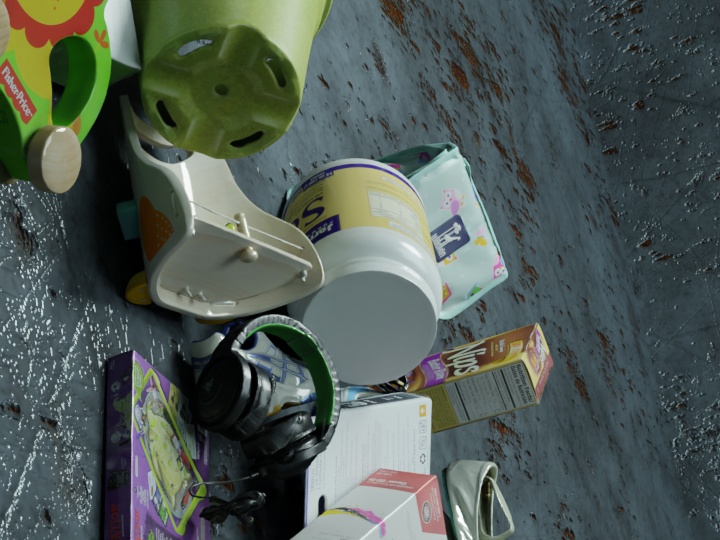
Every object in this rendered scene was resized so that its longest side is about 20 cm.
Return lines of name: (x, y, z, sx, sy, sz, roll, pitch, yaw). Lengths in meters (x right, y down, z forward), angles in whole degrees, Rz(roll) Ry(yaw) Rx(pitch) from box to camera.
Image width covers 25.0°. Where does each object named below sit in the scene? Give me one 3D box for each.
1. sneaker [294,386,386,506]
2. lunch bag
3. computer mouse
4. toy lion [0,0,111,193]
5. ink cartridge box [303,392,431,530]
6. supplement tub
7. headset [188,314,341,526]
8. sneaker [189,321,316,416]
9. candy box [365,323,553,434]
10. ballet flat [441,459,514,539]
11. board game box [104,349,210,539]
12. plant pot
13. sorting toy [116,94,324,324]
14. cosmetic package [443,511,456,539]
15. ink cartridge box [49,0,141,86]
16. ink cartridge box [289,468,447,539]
sneaker: (-0.016, 0.174, 1.566, 0.200, 0.072, 0.072, -70, 140, -59)
lunch bag: (0.039, -0.030, 1.690, 0.122, 0.199, 0.171, -81, 149, -62)
computer mouse: (-0.022, 0.074, 1.587, 0.200, 0.034, 0.059, 26, 37, -36)
toy lion: (-0.228, -0.185, 1.143, 0.192, 0.068, 0.200, -62, 148, -32)
ink cartridge box: (-0.005, 0.218, 1.480, 0.200, 0.043, 0.199, -2, 94, -55)
supplement tub: (0.000, 0.000, 1.517, 0.200, 0.145, 0.146, -99, 163, -59)
headset: (-0.074, 0.121, 1.306, 0.124, 0.094, 0.200, 47, 49, -21)
sneaker: (-0.086, 0.084, 1.440, 0.200, 0.075, 0.089, -6, 79, -72)
candy box: (0.099, 0.124, 1.733, 0.117, 0.199, 0.057, -52, 123, -68)
ballet flat: (0.127, 0.286, 1.660, 0.069, 0.069, 0.201, 40, 38, -58)
board game box: (-0.154, 0.175, 1.243, 0.120, 0.032, 0.201, 56, 24, -51)
plant pot: (-0.117, -0.198, 1.370, 0.185, 0.200, 0.201, -96, 159, -49)
sorting toy: (-0.146, -0.060, 1.377, 0.200, 0.107, 0.181, 24, 40, -56)
cosmetic package: (0.056, 0.335, 1.625, 0.104, 0.073, 0.201, 52, 28, -49)
ink cartridge box: (-0.255, -0.215, 1.233, 0.200, 0.059, 0.104, 19, 56, -59)
ink cartridge box: (-0.003, 0.266, 1.395, 0.200, 0.067, 0.117, -31, 117, -50)
